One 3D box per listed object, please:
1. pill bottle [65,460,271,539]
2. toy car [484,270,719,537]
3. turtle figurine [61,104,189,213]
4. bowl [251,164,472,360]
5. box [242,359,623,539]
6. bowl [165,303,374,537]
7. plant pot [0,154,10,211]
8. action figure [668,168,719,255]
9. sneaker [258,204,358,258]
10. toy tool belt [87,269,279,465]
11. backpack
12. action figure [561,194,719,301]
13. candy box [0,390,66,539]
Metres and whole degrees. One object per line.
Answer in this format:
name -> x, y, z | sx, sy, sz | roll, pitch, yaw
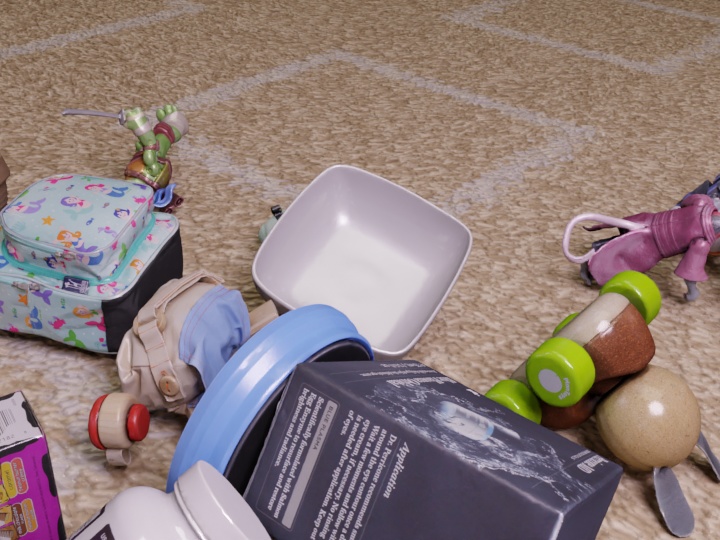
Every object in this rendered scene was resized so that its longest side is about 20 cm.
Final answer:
pill bottle -> -0.148, 0.210, 0.475 | 0.199, 0.113, 0.112 | -40, 44, -7
toy car -> 0.241, 0.133, 0.731 | 0.164, 0.158, 0.200 | -32, 76, -38
turtle figurine -> -0.321, -0.166, 1.086 | 0.197, 0.146, 0.195 | 9, 29, 2
bowl -> 0.000, 0.000, 0.870 | 0.198, 0.075, 0.200 | 29, 58, 12
box -> 0.059, 0.156, 0.574 | 0.198, 0.119, 0.196 | 26, 7, 27
bowl -> -0.059, 0.123, 0.609 | 0.039, 0.203, 0.200 | 29, 40, 26
plant pot -> -0.468, -0.043, 0.892 | 0.199, 0.094, 0.201 | -22, 23, 9
action figure -> 0.493, -0.089, 1.058 | 0.105, 0.200, 0.193 | 45, 47, 2
sneaker -> -0.029, -0.055, 1.002 | 0.198, 0.074, 0.118 | -20, 46, -28
toy tool belt -> -0.151, 0.085, 0.734 | 0.121, 0.126, 0.201 | 0, 32, 10
backpack -> -0.307, -0.012, 0.852 | 0.197, 0.152, 0.178 | 5, 33, 10
action figure -> 0.359, -0.050, 0.947 | 0.198, 0.148, 0.136 | -17, 50, 41
candy box -> -0.312, 0.183, 0.548 | 0.198, 0.138, 0.061 | -18, 37, -32
